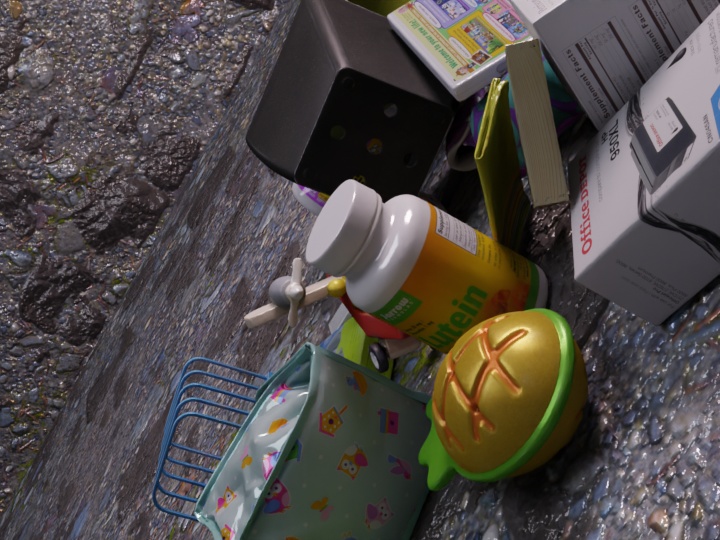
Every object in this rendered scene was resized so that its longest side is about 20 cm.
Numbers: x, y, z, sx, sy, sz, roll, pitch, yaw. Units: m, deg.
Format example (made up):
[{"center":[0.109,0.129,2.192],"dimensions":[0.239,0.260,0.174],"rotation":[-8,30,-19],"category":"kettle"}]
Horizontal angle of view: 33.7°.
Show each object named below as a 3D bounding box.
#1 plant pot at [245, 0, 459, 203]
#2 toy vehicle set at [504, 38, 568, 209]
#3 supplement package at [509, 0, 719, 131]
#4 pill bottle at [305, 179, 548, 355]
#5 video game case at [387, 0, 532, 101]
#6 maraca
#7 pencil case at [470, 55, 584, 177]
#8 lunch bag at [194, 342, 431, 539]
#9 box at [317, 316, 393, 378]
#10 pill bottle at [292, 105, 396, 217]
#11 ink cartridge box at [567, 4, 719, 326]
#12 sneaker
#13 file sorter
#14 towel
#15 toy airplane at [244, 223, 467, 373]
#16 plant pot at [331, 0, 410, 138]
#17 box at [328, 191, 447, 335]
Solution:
[{"center":[0.002,-0.164,1.302],"dimensions":[0.178,0.199,0.201],"rotation":[-105,38,-63],"category":"plant pot"},{"center":[0.146,-0.115,0.990],"dimensions":[0.200,0.026,0.125],"rotation":[-15,-86,-82],"category":"toy vehicle set"},{"center":[0.232,-0.223,0.934],"dimensions":[0.200,0.110,0.114],"rotation":[-34,25,10],"category":"supplement package"},{"center":[0.056,0.002,1.052],"dimensions":[0.111,0.199,0.111],"rotation":[-52,20,28],"category":"pill bottle"},{"center":[0.139,-0.268,1.230],"dimensions":[0.182,0.022,0.200],"rotation":[-32,38,1],"category":"video game case"},{"center":[0.103,0.103,0.931],"dimensions":[0.200,0.107,0.138],"rotation":[-37,32,53],"category":"maraca"},{"center":[0.190,-0.170,1.122],"dimensions":[0.200,0.085,0.093],"rotation":[-38,74,53],"category":"pencil case"},{"center":[-0.027,0.180,1.074],"dimensions":[0.201,0.170,0.122],"rotation":[-63,26,-3],"category":"lunch bag"},{"center":[-0.031,0.132,1.351],"dimensions":[0.200,0.047,0.122],"rotation":[-42,28,46],"category":"box"},{"center":[-0.002,-0.164,1.603],"dimensions":[0.200,0.104,0.104],"rotation":[-57,19,16],"category":"pill bottle"},{"center":[0.242,-0.079,0.850],"dimensions":[0.200,0.084,0.145],"rotation":[-49,21,37],"category":"ink cartridge box"},{"center":[0.151,-0.185,1.276],"dimensions":[0.201,0.072,0.115],"rotation":[120,167,-45],"category":"sneaker"},{"center":[-0.176,0.208,1.450],"dimensions":[0.200,0.122,0.139],"rotation":[-109,36,-74],"category":"file sorter"},{"center":[0.130,-0.080,1.068],"dimensions":[0.200,0.018,0.086],"rotation":[66,-146,-59],"category":"towel"},{"center":[0.000,0.000,1.233],"dimensions":[0.198,0.142,0.200],"rotation":[-1,32,25],"category":"toy airplane"},{"center":[-0.024,-0.255,1.482],"dimensions":[0.200,0.187,0.188],"rotation":[-46,24,29],"category":"plant pot"},{"center":[0.031,-0.001,1.387],"dimensions":[0.201,0.039,0.041],"rotation":[-58,17,12],"category":"box"}]
